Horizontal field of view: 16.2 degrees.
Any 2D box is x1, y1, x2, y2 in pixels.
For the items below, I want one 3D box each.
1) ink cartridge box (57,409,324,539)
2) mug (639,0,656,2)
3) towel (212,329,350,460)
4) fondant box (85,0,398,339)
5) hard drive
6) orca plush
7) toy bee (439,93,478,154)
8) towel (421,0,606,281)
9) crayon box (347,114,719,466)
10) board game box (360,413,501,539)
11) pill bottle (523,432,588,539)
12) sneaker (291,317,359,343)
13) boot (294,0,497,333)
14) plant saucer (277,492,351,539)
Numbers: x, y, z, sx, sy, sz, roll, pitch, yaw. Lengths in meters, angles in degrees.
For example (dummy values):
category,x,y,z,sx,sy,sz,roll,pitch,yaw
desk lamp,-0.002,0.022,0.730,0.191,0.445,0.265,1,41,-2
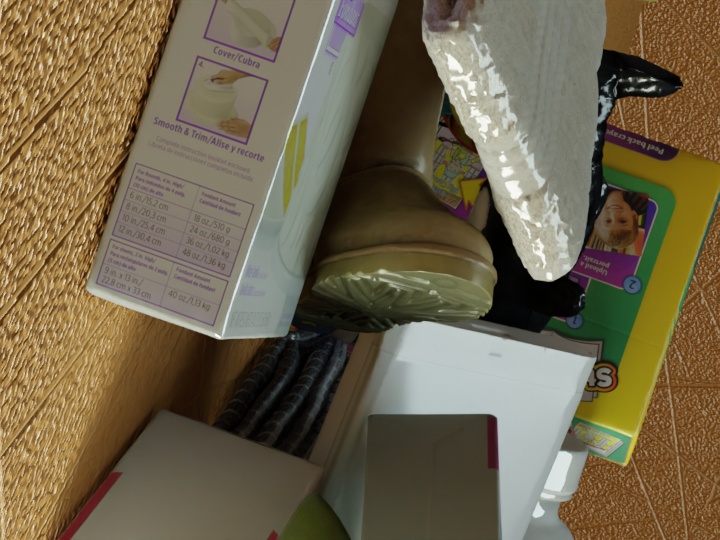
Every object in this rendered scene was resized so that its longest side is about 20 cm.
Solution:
category,x,y,z,sx,sy,sz,roll,pitch,yaw
ink cartridge box,-0.092,0.185,1.087,0.147,0.082,0.201,-56,162,-63
mug,0.118,-0.202,1.371,0.150,0.152,0.188,92,19,-67
towel,-0.046,0.137,1.302,0.200,0.085,0.167,-56,165,-67
fondant box,-0.033,-0.076,0.972,0.144,0.058,0.202,6,102,-82
hard drive,0.023,0.118,1.195,0.131,0.026,0.201,13,103,-39
orca plush,0.099,-0.015,1.199,0.105,0.071,0.200,-7,144,-42
toy bee,0.074,-0.100,1.230,0.132,0.108,0.200,-63,178,-21
towel,0.064,-0.108,1.048,0.201,0.034,0.133,-79,149,-47
crayon box,0.087,-0.007,1.439,0.058,0.199,0.174,88,22,-70
board game box,0.034,0.185,1.112,0.148,0.064,0.202,-84,173,-64
pill bottle,0.051,0.175,1.371,0.111,0.110,0.201,-24,135,-79
sneaker,0.000,0.000,1.290,0.200,0.082,0.075,-39,146,-77
boot,0.019,-0.081,1.080,0.175,0.066,0.202,169,-68,-67
plant saucer,-0.038,0.194,1.063,0.200,0.031,0.201,19,90,-81
